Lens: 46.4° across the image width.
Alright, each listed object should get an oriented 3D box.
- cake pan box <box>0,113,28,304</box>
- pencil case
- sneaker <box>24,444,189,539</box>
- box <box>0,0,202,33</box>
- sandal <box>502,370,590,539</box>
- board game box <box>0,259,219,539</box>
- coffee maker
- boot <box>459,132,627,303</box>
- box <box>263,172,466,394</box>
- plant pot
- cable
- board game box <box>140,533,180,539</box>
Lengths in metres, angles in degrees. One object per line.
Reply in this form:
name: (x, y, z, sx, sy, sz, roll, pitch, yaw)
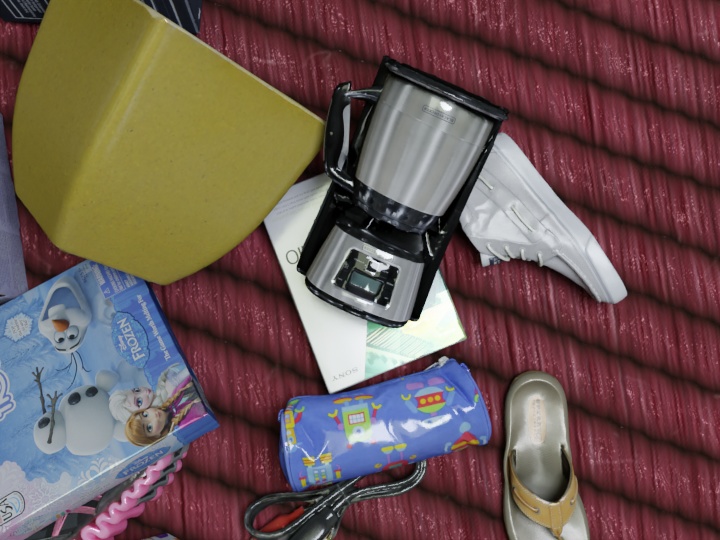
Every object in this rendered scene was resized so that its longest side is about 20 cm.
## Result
cake pan box: (-0.360, -0.064, 0.736, 0.052, 0.184, 0.202, -11, 87, 2)
pencil case: (0.020, 0.139, 0.772, 0.198, 0.078, 0.088, -14, 76, -6)
sneaker: (-0.247, 0.202, 0.779, 0.095, 0.079, 0.200, 43, 85, 14)
box: (-0.249, -0.314, 0.745, 0.196, 0.200, 0.124, 5, 79, -1)
sandal: (0.174, 0.196, 0.790, 0.080, 0.054, 0.202, -5, 86, -1)
board game box: (-0.258, 0.102, 0.751, 0.198, 0.043, 0.201, -30, 64, -8)
coffee maker: (0.041, -0.067, 0.731, 0.134, 0.192, 0.201, 30, 106, 20)
boot: (0.157, -0.029, 0.806, 0.095, 0.074, 0.200, -38, 79, 3)
box: (0.000, 0.000, 0.811, 0.143, 0.036, 0.201, -22, 87, -2)
plant pot: (-0.182, -0.107, 0.715, 0.195, 0.194, 0.201, 38, 99, 42)
cable: (-0.030, 0.225, 0.803, 0.200, 0.050, 0.097, -39, 70, -16)
board game box: (-0.189, 0.353, 0.738, 0.104, 0.103, 0.201, 21, 85, 16)
